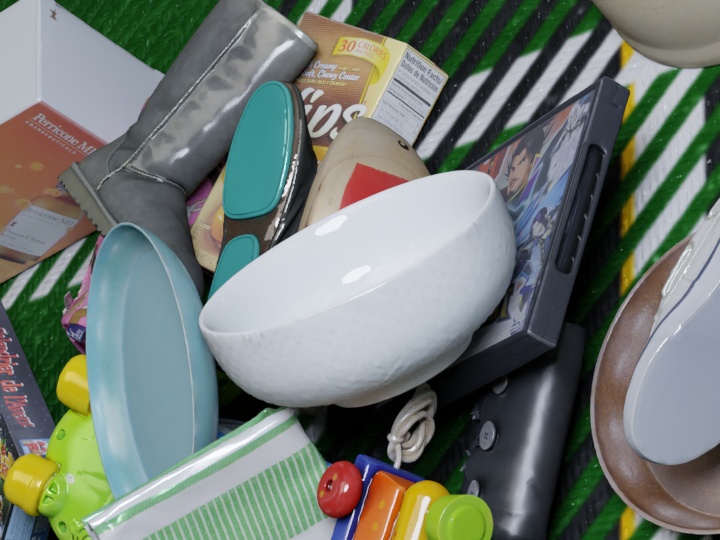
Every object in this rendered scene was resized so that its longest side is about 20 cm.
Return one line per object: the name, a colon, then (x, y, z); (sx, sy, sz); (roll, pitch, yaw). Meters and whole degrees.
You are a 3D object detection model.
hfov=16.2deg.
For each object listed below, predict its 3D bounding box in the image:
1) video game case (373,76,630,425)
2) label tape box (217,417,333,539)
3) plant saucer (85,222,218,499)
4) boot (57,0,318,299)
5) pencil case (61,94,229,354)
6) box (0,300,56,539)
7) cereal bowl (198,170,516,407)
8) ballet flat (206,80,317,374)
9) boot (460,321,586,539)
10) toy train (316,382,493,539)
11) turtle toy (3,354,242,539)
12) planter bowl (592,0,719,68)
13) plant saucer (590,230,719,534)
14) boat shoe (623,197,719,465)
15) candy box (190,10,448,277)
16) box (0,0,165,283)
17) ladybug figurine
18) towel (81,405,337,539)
video game case: (0.086, -0.008, 1.578); (0.200, 0.025, 0.182); (-34, 33, 58)
label tape box: (-0.084, 0.203, 1.598); (0.143, 0.066, 0.202); (18, 95, 67)
plant saucer: (-0.130, 0.070, 1.600); (0.200, 0.027, 0.202); (175, 90, -67)
boot: (-0.101, -0.087, 1.761); (0.200, 0.073, 0.182); (-41, 56, -2)
pencil case: (-0.149, -0.028, 1.841); (0.083, 0.086, 0.201); (-10, 57, 66)
box: (-0.272, 0.124, 1.854); (0.200, 0.037, 0.137); (59, 140, 44)
cereal bowl: (0.008, 0.023, 1.509); (0.199, 0.084, 0.200); (-24, 14, 7)
ballet flat: (-0.061, -0.024, 1.689); (0.068, 0.068, 0.202); (1, 73, 42)
boot: (0.108, 0.126, 1.508); (0.164, 0.065, 0.201); (-15, 54, 57)
toy train: (0.036, 0.139, 1.479); (0.115, 0.084, 0.202); (2, 71, 59)
turtle toy: (-0.140, 0.119, 1.728); (0.145, 0.101, 0.201); (27, 85, 14)
planter bowl: (0.202, -0.248, 1.604); (0.199, 0.134, 0.202); (-21, 54, 32)
plant saucer: (0.225, 0.063, 1.478); (0.199, 0.034, 0.202); (-23, 53, 34)
boat shoe: (0.205, 0.018, 1.459); (0.201, 0.071, 0.070); (-64, 15, -1)
candy box: (-0.034, -0.073, 1.779); (0.115, 0.055, 0.201); (23, 84, 45)
box: (-0.263, -0.096, 1.934); (0.199, 0.152, 0.107); (-27, 50, 30)
ladybug figurine: (0.000, 0.000, 1.664); (0.071, 0.136, 0.202); (12, 81, 15)
towel: (-0.059, 0.198, 1.516); (0.152, 0.201, 0.023); (-30, 14, -14)
